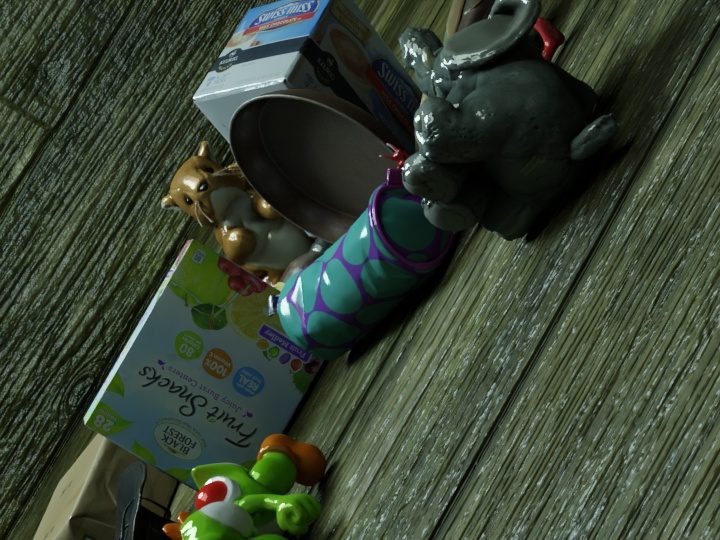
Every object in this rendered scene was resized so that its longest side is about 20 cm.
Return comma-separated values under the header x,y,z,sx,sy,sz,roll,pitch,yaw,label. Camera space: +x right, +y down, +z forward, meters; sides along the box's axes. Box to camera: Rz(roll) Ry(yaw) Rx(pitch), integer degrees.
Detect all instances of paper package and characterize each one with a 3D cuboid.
x,y,z,sx,sy,sz,roll,pitch,yaw,label
-0.308,0.295,1.879,0.200,0.103,0.191,-48,17,40,paper package

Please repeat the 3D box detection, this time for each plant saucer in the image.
x,y,z,sx,sy,sz,roll,pitch,yaw,label
-0.025,-0.095,1.440,0.035,0.200,0.200,-58,10,-30,plant saucer

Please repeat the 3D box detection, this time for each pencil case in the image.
x,y,z,sx,sy,sz,roll,pitch,yaw,label
0.000,0.000,1.369,0.200,0.084,0.093,-42,53,51,pencil case

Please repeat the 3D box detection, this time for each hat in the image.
x,y,z,sx,sy,sz,roll,pitch,yaw,label
-0.191,0.270,1.471,0.201,0.080,0.203,-169,90,-77,hat

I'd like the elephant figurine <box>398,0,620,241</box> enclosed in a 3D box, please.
x,y,z,sx,sy,sz,roll,pitch,yaw,label
0.100,-0.136,1.152,0.142,0.154,0.201,101,180,-51,elephant figurine

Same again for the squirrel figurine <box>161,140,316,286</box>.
x,y,z,sx,sy,sz,roll,pitch,yaw,label
-0.141,-0.064,1.883,0.142,0.186,0.200,-57,11,5,squirrel figurine

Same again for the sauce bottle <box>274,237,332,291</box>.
x,y,z,sx,sy,sz,roll,pitch,yaw,label
-0.060,0.036,1.594,0.201,0.064,0.065,-59,11,-12,sauce bottle

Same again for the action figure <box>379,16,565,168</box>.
x,y,z,sx,sy,sz,roll,pitch,yaw,label
0.091,-0.132,1.313,0.065,0.098,0.201,-41,24,59,action figure

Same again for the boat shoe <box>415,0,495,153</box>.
x,y,z,sx,sy,sz,roll,pitch,yaw,label
0.103,-0.170,1.412,0.070,0.070,0.202,5,71,30,boat shoe

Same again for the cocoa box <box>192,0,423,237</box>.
x,y,z,sx,sy,sz,roll,pitch,yaw,label
-0.034,-0.150,1.534,0.133,0.200,0.132,-6,46,43,cocoa box

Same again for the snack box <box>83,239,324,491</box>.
x,y,z,sx,sy,sz,roll,pitch,yaw,label
-0.140,0.098,1.504,0.201,0.168,0.068,-60,9,-5,snack box

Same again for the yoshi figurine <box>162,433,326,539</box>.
x,y,z,sx,sy,sz,roll,pitch,yaw,label
-0.073,0.205,1.209,0.111,0.113,0.200,-11,12,16,yoshi figurine

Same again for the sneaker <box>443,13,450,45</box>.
x,y,z,sx,sy,sz,roll,pitch,yaw,label
0.117,-0.230,1.558,0.201,0.070,0.094,-74,1,-47,sneaker
